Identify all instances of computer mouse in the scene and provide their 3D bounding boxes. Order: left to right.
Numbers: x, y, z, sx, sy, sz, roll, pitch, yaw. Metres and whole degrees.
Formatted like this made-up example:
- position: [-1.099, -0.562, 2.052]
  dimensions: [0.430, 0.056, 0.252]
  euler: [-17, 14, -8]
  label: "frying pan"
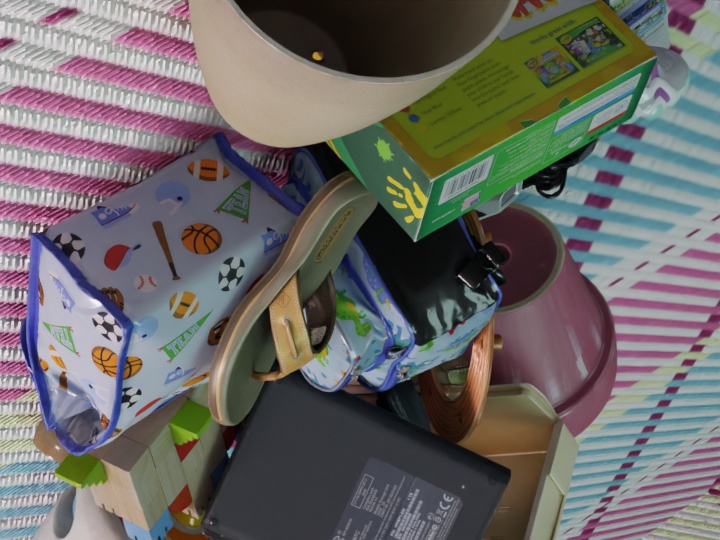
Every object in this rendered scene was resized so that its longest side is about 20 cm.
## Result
- position: [0.105, -0.074, 1.663]
  dimensions: [0.200, 0.044, 0.110]
  euler: [-23, -160, 45]
  label: "computer mouse"

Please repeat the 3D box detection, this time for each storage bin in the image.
- position: [0.068, 0.209, 1.759]
  dimensions: [0.094, 0.198, 0.200]
  euler: [54, 41, -37]
  label: "storage bin"

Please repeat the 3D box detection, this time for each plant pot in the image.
- position: [-0.026, -0.152, 1.181]
  dimensions: [0.187, 0.188, 0.200]
  euler: [-30, 172, -25]
  label: "plant pot"
- position: [0.129, 0.041, 1.848]
  dimensions: [0.200, 0.200, 0.179]
  euler: [-35, 144, -14]
  label: "plant pot"

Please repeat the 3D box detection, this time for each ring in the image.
- position: [0.077, 0.038, 1.619]
  dimensions: [0.019, 0.201, 0.201]
  euler: [0, 146, -16]
  label: "ring"

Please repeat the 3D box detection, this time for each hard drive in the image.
- position: [-0.004, 0.173, 1.552]
  dimensions: [0.033, 0.200, 0.140]
  euler: [-59, 175, -81]
  label: "hard drive"

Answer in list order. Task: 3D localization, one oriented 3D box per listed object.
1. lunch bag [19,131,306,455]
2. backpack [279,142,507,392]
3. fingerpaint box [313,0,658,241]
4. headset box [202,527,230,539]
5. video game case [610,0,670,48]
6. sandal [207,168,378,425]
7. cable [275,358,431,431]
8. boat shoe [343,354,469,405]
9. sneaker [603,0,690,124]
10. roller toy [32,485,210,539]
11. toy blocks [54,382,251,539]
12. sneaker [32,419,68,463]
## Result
- position: [-0.140, 0.027, 1.406]
  dimensions: [0.170, 0.124, 0.200]
  euler: [-31, 152, -29]
  label: "lunch bag"
- position: [0.000, 0.000, 1.519]
  dimensions: [0.147, 0.183, 0.200]
  euler: [-27, 166, -14]
  label: "backpack"
- position: [0.065, -0.136, 1.355]
  dimensions: [0.200, 0.167, 0.073]
  euler: [-30, 156, -27]
  label: "fingerpaint box"
- position: [-0.001, 0.195, 1.616]
  dimensions: [0.149, 0.200, 0.077]
  euler: [-58, 178, 0]
  label: "headset box"
- position: [0.174, -0.167, 1.702]
  dimensions: [0.200, 0.022, 0.182]
  euler: [-38, 161, -2]
  label: "video game case"
- position: [-0.039, 0.026, 1.358]
  dimensions: [0.200, 0.054, 0.080]
  euler: [-57, 162, 12]
  label: "sandal"
- position: [-0.033, 0.099, 1.721]
  dimensions: [0.163, 0.200, 0.051]
  euler: [-14, -153, 30]
  label: "cable"
- position: [0.000, 0.103, 1.772]
  dimensions: [0.199, 0.068, 0.072]
  euler: [-12, -179, 25]
  label: "boat shoe"
- position: [0.189, -0.186, 1.572]
  dimensions: [0.200, 0.078, 0.140]
  euler: [-11, 133, -32]
  label: "sneaker"
- position: [-0.170, 0.238, 1.699]
  dimensions: [0.182, 0.200, 0.140]
  euler: [-6, 142, -48]
  label: "roller toy"
- position: [-0.140, 0.129, 1.553]
  dimensions: [0.200, 0.100, 0.137]
  euler: [-53, 151, -31]
  label: "toy blocks"
- position: [-0.172, 0.107, 1.619]
  dimensions: [0.200, 0.067, 0.090]
  euler: [8, 111, -55]
  label: "sneaker"
